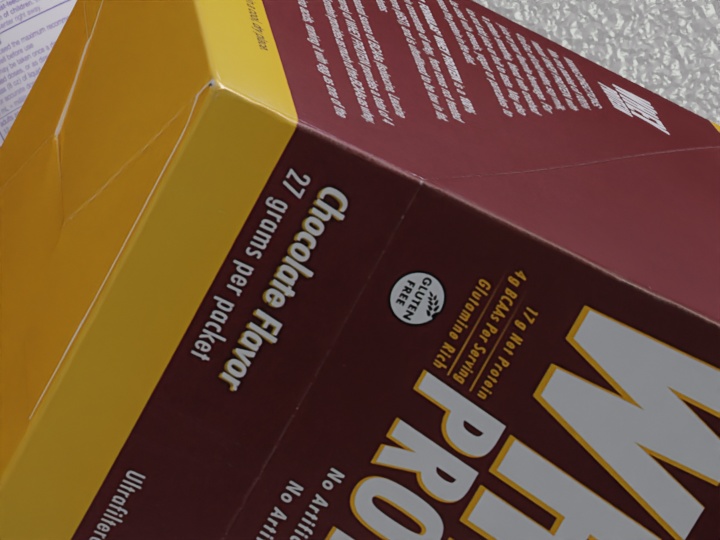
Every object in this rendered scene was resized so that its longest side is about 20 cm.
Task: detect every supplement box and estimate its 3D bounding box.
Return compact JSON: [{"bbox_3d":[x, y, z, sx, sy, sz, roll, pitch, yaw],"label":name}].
[{"bbox_3d":[0.013,0.018,0.677,0.199,0.133,0.197,25,18,-17],"label":"supplement box"}]

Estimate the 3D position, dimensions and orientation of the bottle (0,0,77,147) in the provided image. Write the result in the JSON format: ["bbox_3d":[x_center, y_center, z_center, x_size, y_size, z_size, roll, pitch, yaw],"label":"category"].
[{"bbox_3d":[-0.103,-0.094,0.818,0.201,0.083,0.065,62,-14,7],"label":"bottle"}]
